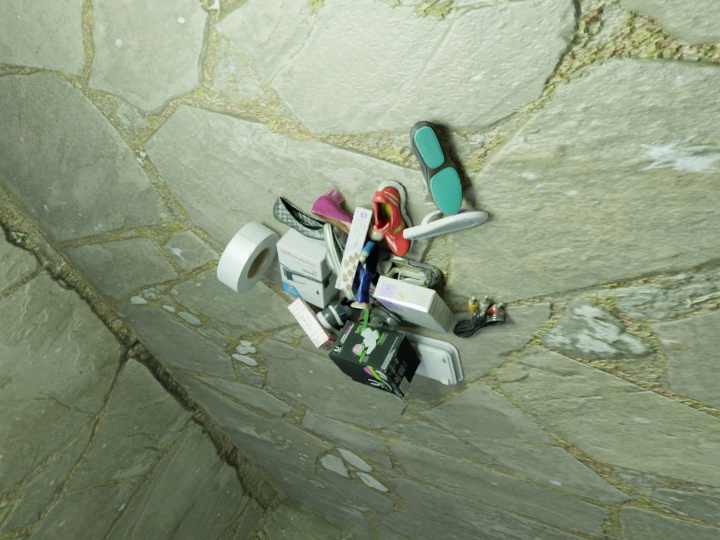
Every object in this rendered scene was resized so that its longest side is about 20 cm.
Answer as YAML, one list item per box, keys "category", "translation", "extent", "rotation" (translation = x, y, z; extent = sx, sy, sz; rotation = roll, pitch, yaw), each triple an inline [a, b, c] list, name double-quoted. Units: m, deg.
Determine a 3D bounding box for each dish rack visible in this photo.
- category: "dish rack"
  translation: [0.190, 0.260, 1.529]
  extent: [0.200, 0.044, 0.172]
  rotation: [12, 139, 33]

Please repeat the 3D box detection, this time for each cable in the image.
- category: "cable"
  translation: [0.294, 0.119, 1.300]
  extent: [0.097, 0.050, 0.200]
  rotation: [16, 155, 1]

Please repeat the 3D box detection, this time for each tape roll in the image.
- category: "tape roll"
  translation: [-0.314, -0.037, 1.492]
  extent: [0.071, 0.202, 0.203]
  rotation: [32, 145, 9]

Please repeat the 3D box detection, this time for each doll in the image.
- category: "doll"
  translation: [0.020, -0.010, 1.256]
  extent: [0.048, 0.200, 0.136]
  rotation: [10, 178, 13]

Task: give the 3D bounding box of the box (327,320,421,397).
- category: "box"
  translation: [0.040, 0.246, 1.486]
  extent: [0.200, 0.124, 0.149]
  rotation: [11, 147, 36]

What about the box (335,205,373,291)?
- category: "box"
  translation: [-0.015, -0.051, 1.246]
  extent: [0.039, 0.041, 0.200]
  rotation: [16, 103, 1]

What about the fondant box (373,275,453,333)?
- category: "fondant box"
  translation: [0.134, 0.086, 1.296]
  extent: [0.144, 0.058, 0.200]
  rotation: [16, 166, 28]

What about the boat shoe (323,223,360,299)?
- category: "boat shoe"
  translation: [-0.039, -0.026, 1.310]
  extent: [0.075, 0.062, 0.200]
  rotation: [-146, 33, -78]

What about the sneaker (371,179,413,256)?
- category: "sneaker"
  translation: [0.063, -0.105, 1.188]
  extent: [0.077, 0.085, 0.200]
  rotation: [12, 138, 33]

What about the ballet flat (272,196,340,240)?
- category: "ballet flat"
  translation: [-0.141, -0.128, 1.359]
  extent: [0.200, 0.066, 0.057]
  rotation: [24, 127, 14]

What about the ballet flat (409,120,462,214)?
- category: "ballet flat"
  translation: [0.146, -0.203, 1.028]
  extent: [0.073, 0.073, 0.200]
  rotation: [1, 132, 40]

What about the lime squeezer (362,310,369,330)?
- category: "lime squeezer"
  translation: [0.005, 0.070, 1.431]
  extent: [0.038, 0.200, 0.071]
  rotation: [-30, 154, 24]

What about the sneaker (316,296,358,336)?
- category: "sneaker"
  translation: [-0.043, 0.138, 1.571]
  extent: [0.073, 0.112, 0.200]
  rotation: [54, -176, 22]

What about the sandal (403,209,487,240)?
- category: "sandal"
  translation: [0.170, -0.107, 1.119]
  extent: [0.202, 0.082, 0.050]
  rotation: [-14, 79, 40]

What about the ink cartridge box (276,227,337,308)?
- category: "ink cartridge box"
  translation: [-0.146, -0.007, 1.481]
  extent: [0.144, 0.084, 0.200]
  rotation: [23, 142, 19]

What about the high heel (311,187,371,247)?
- category: "high heel"
  translation: [-0.037, -0.099, 1.271]
  extent: [0.067, 0.096, 0.200]
  rotation: [-8, 125, 45]

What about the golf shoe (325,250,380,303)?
- category: "golf shoe"
  translation: [0.000, 0.000, 1.382]
  extent: [0.200, 0.073, 0.092]
  rotation: [38, 136, -15]

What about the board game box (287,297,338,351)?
- category: "board game box"
  translation: [-0.124, 0.166, 1.565]
  extent: [0.152, 0.046, 0.200]
  rotation: [51, -177, 18]

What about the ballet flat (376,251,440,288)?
- category: "ballet flat"
  translation: [0.095, 0.001, 1.296]
  extent: [0.200, 0.072, 0.072]
  rotation: [16, 140, 29]

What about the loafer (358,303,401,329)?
- category: "loafer"
  translation: [0.050, 0.133, 1.424]
  extent: [0.072, 0.063, 0.200]
  rotation: [41, 172, -16]
